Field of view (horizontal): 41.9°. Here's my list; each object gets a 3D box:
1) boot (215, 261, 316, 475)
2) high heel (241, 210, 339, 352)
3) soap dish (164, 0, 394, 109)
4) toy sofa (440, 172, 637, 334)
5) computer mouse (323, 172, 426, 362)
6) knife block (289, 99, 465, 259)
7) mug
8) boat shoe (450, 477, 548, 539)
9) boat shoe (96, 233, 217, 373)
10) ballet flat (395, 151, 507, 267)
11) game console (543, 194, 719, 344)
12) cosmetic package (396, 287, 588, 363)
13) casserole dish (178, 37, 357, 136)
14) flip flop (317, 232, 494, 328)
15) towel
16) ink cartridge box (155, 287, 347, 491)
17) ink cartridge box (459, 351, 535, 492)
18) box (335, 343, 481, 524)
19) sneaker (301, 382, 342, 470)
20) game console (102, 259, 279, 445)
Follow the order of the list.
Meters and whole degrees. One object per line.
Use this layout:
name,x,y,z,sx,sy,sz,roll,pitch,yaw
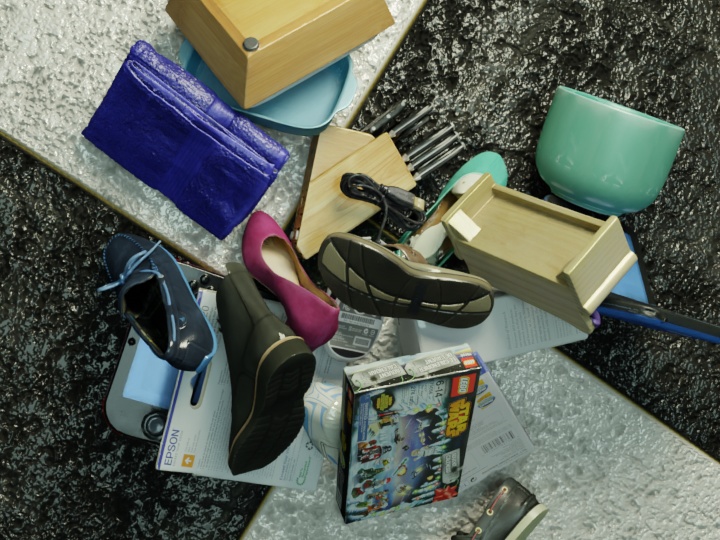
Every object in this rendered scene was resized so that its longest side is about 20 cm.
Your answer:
boot,-0.116,0.104,0.980,0.077,0.139,0.202,-9,138,-38
high heel,-0.072,-0.004,1.000,0.067,0.096,0.202,12,46,-32
soap dish,-0.085,-0.281,0.995,0.199,0.082,0.158,-33,70,-18
toy sofa,0.186,-0.022,0.989,0.083,0.199,0.098,-45,129,-15
computer mouse,0.000,0.000,1.035,0.108,0.044,0.203,15,97,-31
knife block,0.022,-0.098,1.072,0.173,0.064,0.203,12,90,-11
mug,0.292,-0.128,1.082,0.182,0.152,0.116,14,106,-16
boat shoe,0.137,0.337,1.119,0.063,0.074,0.202,41,95,26
boat shoe,-0.217,0.021,0.971,0.068,0.200,0.085,18,107,-53
ballet flat,0.109,-0.058,1.088,0.067,0.070,0.200,42,83,-4
game console,0.311,0.000,1.048,0.198,0.169,0.120,13,90,-42
cosmetic package,0.149,0.060,1.087,0.197,0.101,0.073,-12,95,-10
casserole dish,-0.100,-0.209,1.024,0.197,0.039,0.123,17,64,6
flip flop,0.048,0.006,0.998,0.197,0.058,0.082,13,124,-12
towel,-0.190,-0.130,0.999,0.199,0.050,0.148,37,126,-9
ink cartridge box,-0.116,0.133,1.041,0.198,0.040,0.203,15,89,-29
ink cartridge box,0.110,0.168,1.054,0.118,0.042,0.201,-31,133,5
box,0.046,0.173,0.980,0.135,0.040,0.202,-10,130,-16
sneaker,-0.015,0.189,1.049,0.072,0.072,0.201,-43,138,-18
game console,-0.181,0.103,1.057,0.174,0.031,0.203,19,89,-11
